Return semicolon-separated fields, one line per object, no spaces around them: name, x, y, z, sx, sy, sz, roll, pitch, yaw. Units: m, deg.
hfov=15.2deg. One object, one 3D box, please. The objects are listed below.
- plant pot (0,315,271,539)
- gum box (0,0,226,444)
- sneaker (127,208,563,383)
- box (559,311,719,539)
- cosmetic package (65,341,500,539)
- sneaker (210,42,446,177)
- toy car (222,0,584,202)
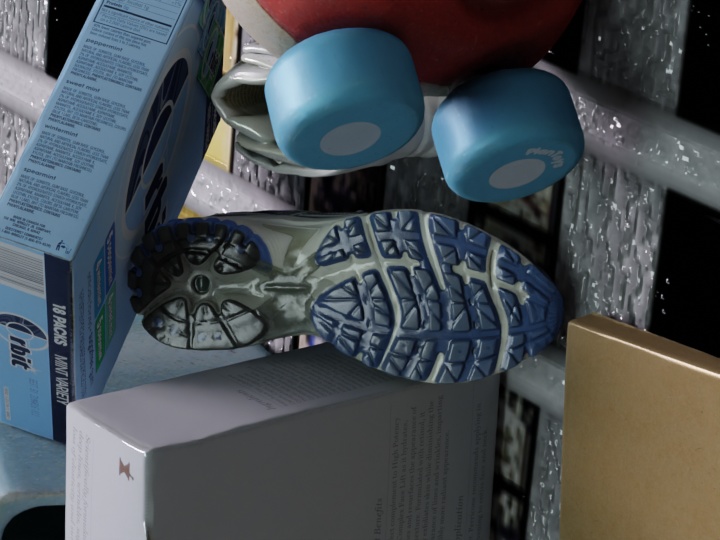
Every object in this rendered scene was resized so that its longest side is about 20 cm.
plant pot;-0.138;0.118;1.385;0.200;0.196;0.196;59;141;45
gum box;-0.114;-0.046;1.243;0.044;0.200;0.170;18;150;6
sneaker;0.000;0.000;1.230;0.199;0.085;0.077;8;103;18
box;0.155;0.119;1.116;0.200;0.021;0.164;20;115;50
cosmetic package;-0.034;0.095;1.215;0.074;0.199;0.102;24;117;49
sneaker;-0.028;-0.101;1.230;0.200;0.115;0.074;33;126;48
toy car;0.054;-0.160;1.075;0.200;0.176;0.185;-37;57;38
